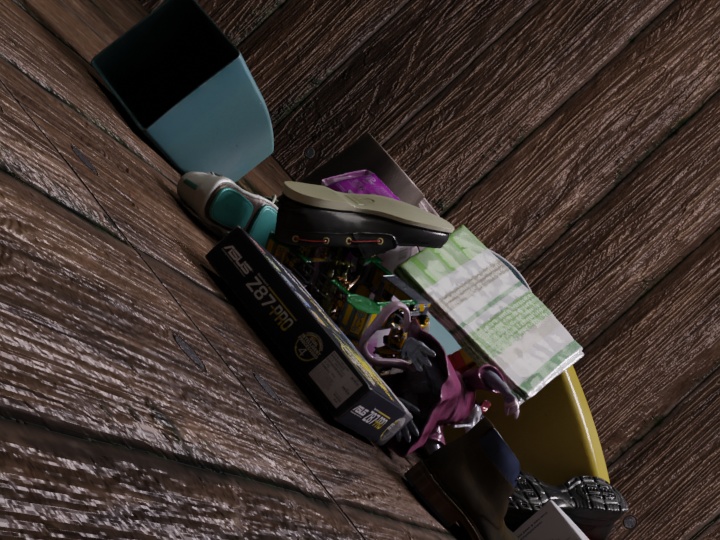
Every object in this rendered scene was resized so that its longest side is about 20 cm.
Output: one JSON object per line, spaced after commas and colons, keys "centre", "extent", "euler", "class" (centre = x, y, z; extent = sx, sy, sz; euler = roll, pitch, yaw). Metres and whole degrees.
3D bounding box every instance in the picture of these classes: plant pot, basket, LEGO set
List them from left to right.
{"centre": [-0.193, -0.194, 1.817], "extent": [0.142, 0.141, 0.200], "euler": [50, -4, 34], "class": "plant pot"}
{"centre": [-0.026, 0.049, 1.608], "extent": [0.199, 0.117, 0.153], "euler": [34, 25, 29], "class": "LEGO set"}
{"centre": [-0.026, -0.072, 2.000], "extent": [0.181, 0.200, 0.136], "euler": [49, 3, 36], "class": "basket"}
{"centre": [0.185, 0.203, 1.785], "extent": [0.177, 0.199, 0.200], "euler": [62, 7, 16], "class": "plant pot"}

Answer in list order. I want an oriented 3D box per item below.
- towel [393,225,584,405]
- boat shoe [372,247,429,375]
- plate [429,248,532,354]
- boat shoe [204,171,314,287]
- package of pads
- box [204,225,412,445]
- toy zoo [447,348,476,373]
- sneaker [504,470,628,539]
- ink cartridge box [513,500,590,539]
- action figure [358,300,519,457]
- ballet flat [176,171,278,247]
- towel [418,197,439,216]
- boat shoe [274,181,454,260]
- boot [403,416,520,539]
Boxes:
{"centre": [0.139, 0.048, 1.660], "extent": [0.200, 0.031, 0.149], "euler": [47, 38, 12], "class": "towel"}
{"centre": [0.039, 0.041, 1.853], "extent": [0.075, 0.202, 0.072], "euler": [6, 6, -38], "class": "boat shoe"}
{"centre": [0.126, 0.057, 1.922], "extent": [0.200, 0.200, 0.026], "euler": [49, -25, 12], "class": "plate"}
{"centre": [-0.115, -0.058, 1.828], "extent": [0.200, 0.064, 0.071], "euler": [47, 3, -34], "class": "boat shoe"}
{"centre": [0.000, 0.000, 1.751], "extent": [0.121, 0.075, 0.201], "euler": [46, -40, 43], "class": "package of pads"}
{"centre": [-0.046, 0.063, 1.399], "extent": [0.200, 0.049, 0.161], "euler": [49, 0, 22], "class": "box"}
{"centre": [0.121, 0.112, 1.774], "extent": [0.021, 0.199, 0.131], "euler": [64, 7, 14], "class": "toy zoo"}
{"centre": [0.191, 0.269, 1.650], "extent": [0.198, 0.091, 0.076], "euler": [10, 27, -19], "class": "sneaker"}
{"centre": [0.244, 0.352, 1.560], "extent": [0.144, 0.084, 0.200], "euler": [47, 3, -43], "class": "ink cartridge box"}
{"centre": [0.073, 0.132, 1.556], "extent": [0.149, 0.134, 0.200], "euler": [48, 12, 21], "class": "action figure"}
{"centre": [-0.135, -0.059, 1.637], "extent": [0.070, 0.069, 0.200], "euler": [49, 4, 27], "class": "ballet flat"}
{"centre": [0.010, -0.034, 2.061], "extent": [0.191, 0.200, 0.032], "euler": [51, 6, 30], "class": "towel"}
{"centre": [0.004, -0.046, 1.614], "extent": [0.200, 0.064, 0.074], "euler": [7, 16, -26], "class": "boat shoe"}
{"centre": [0.131, 0.220, 1.478], "extent": [0.200, 0.097, 0.075], "euler": [45, 4, -44], "class": "boot"}
